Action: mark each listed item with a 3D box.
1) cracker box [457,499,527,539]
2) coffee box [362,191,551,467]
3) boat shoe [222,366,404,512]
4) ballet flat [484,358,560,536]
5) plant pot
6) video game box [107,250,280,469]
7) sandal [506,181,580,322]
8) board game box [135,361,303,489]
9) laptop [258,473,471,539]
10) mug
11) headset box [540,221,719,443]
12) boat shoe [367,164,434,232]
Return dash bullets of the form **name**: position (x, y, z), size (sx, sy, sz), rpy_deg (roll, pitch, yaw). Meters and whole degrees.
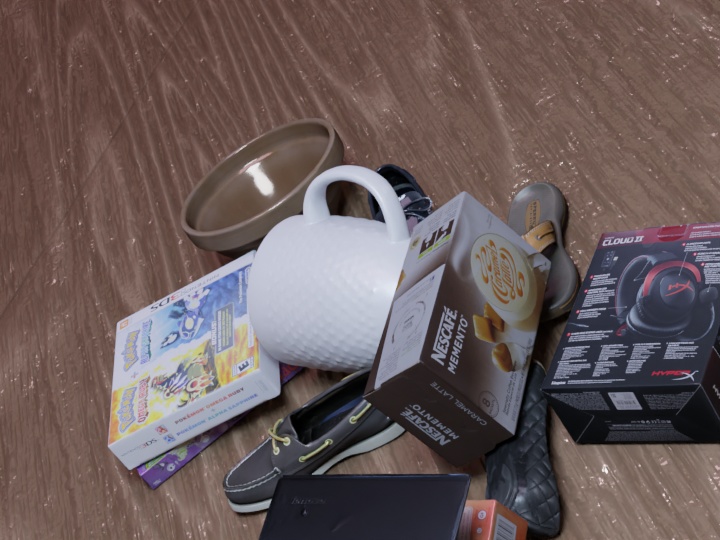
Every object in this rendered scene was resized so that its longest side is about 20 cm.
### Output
- **cracker box**: position (0.027, 0.256, 1.278), size (0.198, 0.058, 0.135), rpy_deg (-8, 59, 36)
- **coffee box**: position (0.086, 0.049, 1.387), size (0.080, 0.114, 0.201), rpy_deg (-34, 27, 42)
- **boat shoe**: position (-0.049, 0.154, 1.495), size (0.200, 0.061, 0.072), rpy_deg (-30, 34, 8)
- **ballet flat**: position (0.138, 0.149, 1.360), size (0.067, 0.057, 0.201), rpy_deg (-49, 18, 34)
- **plant pot**: position (-0.093, -0.070, 1.771), size (0.199, 0.093, 0.201), rpy_deg (-25, 27, 14)
- **video game box**: position (-0.171, 0.088, 1.653), size (0.181, 0.047, 0.201), rpy_deg (-29, 34, 15)
- **sandal**: position (0.163, -0.025, 1.529), size (0.081, 0.055, 0.201), rpy_deg (-19, 38, 24)
- **board game box**: position (-0.158, 0.126, 1.658), size (0.199, 0.032, 0.120), rpy_deg (-38, 29, -2)
- **laptop**: position (0.007, 0.272, 1.226), size (0.186, 0.202, 0.116), rpy_deg (-5, 19, 36)
- **mug**: position (0.000, 0.000, 1.521), size (0.174, 0.202, 0.147), rpy_deg (5, 20, 42)
- **headset box**: position (0.256, 0.043, 1.344), size (0.147, 0.075, 0.201), rpy_deg (-6, 44, 37)
- **boat shoe**: position (0.048, -0.043, 1.650), size (0.074, 0.062, 0.201), rpy_deg (-28, 35, 8)
